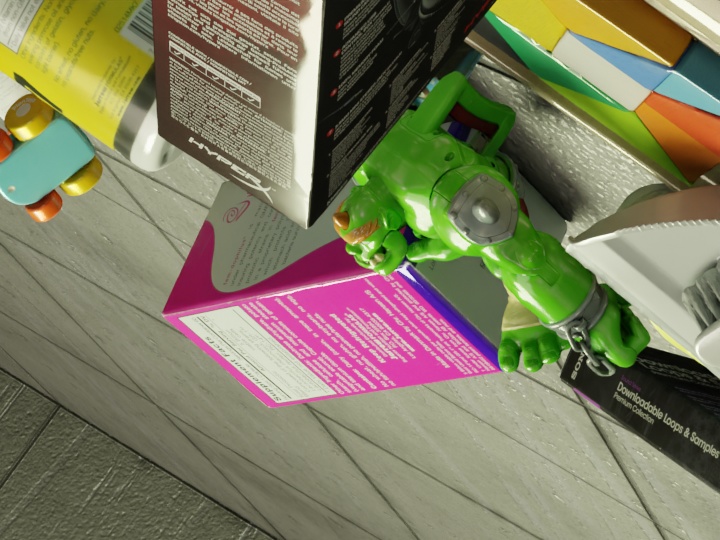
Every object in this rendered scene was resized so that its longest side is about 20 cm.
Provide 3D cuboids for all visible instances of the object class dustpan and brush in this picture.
[{"bbox_3d":[0.196,0.001,0.971,0.140,0.057,0.200,38,131,-22],"label":"dustpan and brush"}]

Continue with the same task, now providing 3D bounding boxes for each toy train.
[{"bbox_3d":[-0.210,-0.126,1.419,0.150,0.200,0.056,6,-151,-28],"label":"toy train"}]

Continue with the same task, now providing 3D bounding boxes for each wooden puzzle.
[{"bbox_3d":[0.106,-0.095,0.970,0.185,0.037,0.200,36,167,1],"label":"wooden puzzle"}]

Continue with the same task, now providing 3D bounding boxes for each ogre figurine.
[{"bbox_3d":[0.045,-0.031,1.100,0.120,0.098,0.200,45,-164,-44],"label":"ogre figurine"}]

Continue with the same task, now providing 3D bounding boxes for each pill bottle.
[{"bbox_3d":[-0.164,-0.154,1.280,0.200,0.114,0.114,35,167,5],"label":"pill bottle"}]

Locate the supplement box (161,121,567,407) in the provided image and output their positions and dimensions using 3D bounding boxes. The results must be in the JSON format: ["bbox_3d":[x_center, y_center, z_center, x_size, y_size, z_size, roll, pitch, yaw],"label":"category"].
[{"bbox_3d":[0.000,0.000,1.296,0.200,0.101,0.103,-10,136,44],"label":"supplement box"}]

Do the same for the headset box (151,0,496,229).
[{"bbox_3d":[-0.001,-0.131,0.801,0.077,0.149,0.200,31,155,14],"label":"headset box"}]

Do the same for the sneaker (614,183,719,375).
[{"bbox_3d":[0.189,0.032,1.123,0.200,0.076,0.105,37,168,-11],"label":"sneaker"}]

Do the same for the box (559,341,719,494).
[{"bbox_3d":[0.210,0.091,1.179,0.143,0.036,0.200,16,-170,-32],"label":"box"}]

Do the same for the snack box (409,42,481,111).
[{"bbox_3d":[-0.034,-0.144,1.153,0.200,0.037,0.116,35,166,1],"label":"snack box"}]

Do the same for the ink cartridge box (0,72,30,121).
[{"bbox_3d":[-0.285,-0.193,1.495,0.198,0.043,0.200,49,176,34],"label":"ink cartridge box"}]
